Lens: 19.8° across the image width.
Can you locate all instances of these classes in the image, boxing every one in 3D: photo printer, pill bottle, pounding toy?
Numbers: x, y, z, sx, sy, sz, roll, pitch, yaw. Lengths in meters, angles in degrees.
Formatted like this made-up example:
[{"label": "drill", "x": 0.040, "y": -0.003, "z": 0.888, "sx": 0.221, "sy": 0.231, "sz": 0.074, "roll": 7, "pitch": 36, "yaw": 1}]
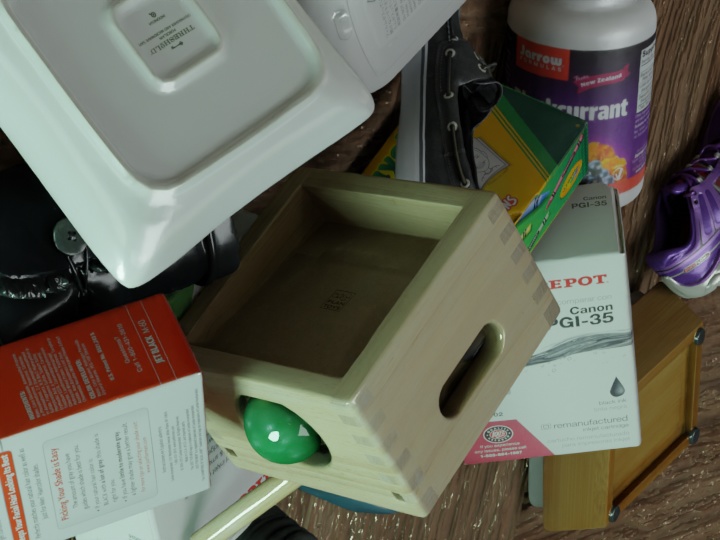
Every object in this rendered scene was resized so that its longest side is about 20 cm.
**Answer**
[{"label": "photo printer", "x": 0.015, "y": -0.219, "z": 1.324, "sx": 0.200, "sy": 0.069, "sz": 0.167, "roll": -49, "pitch": 143, "yaw": -29}, {"label": "pill bottle", "x": 0.163, "y": -0.153, "z": 1.543, "sx": 0.111, "sy": 0.111, "sz": 0.201, "roll": -31, "pitch": 131, "yaw": -45}, {"label": "pounding toy", "x": -0.013, "y": 0.064, "z": 1.196, "sx": 0.200, "sy": 0.184, "sz": 0.142, "roll": -54, "pitch": 132, "yaw": -26}]

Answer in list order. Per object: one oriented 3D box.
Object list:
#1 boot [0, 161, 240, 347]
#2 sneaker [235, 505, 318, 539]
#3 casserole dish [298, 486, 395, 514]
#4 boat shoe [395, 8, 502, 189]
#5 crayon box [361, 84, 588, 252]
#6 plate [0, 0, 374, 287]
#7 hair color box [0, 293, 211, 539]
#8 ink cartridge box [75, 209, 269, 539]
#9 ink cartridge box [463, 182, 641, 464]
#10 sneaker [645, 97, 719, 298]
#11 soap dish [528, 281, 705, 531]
[{"label": "boot", "x": -0.165, "y": -0.059, "z": 1.125, "sx": 0.168, "sy": 0.076, "sz": 0.201, "roll": -22, "pitch": 103, "yaw": -32}, {"label": "sneaker", "x": -0.105, "y": 0.213, "z": 1.351, "sx": 0.200, "sy": 0.099, "sz": 0.071, "roll": -38, "pitch": 138, "yaw": -38}, {"label": "casserole dish", "x": 0.009, "y": 0.119, "z": 1.528, "sx": 0.200, "sy": 0.039, "sz": 0.122, "roll": 33, "pitch": 78, "yaw": -56}, {"label": "boat shoe", "x": 0.063, "y": -0.115, "z": 1.386, "sx": 0.070, "sy": 0.066, "sz": 0.201, "roll": 70, "pitch": 21, "yaw": -51}, {"label": "crayon box", "x": 0.060, "y": -0.039, "z": 1.436, "sx": 0.200, "sy": 0.118, "sz": 0.058, "roll": -54, "pitch": 156, "yaw": -24}, {"label": "plate", "x": -0.108, "y": -0.122, "z": 1.094, "sx": 0.199, "sy": 0.200, "sz": 0.032, "roll": -38, "pitch": -179, "yaw": -33}, {"label": "hair color box", "x": -0.184, "y": 0.096, "z": 1.098, "sx": 0.199, "sy": 0.064, "sz": 0.111, "roll": -19, "pitch": 143, "yaw": -16}, {"label": "ink cartridge box", "x": -0.118, "y": 0.074, "z": 1.269, "sx": 0.145, "sy": 0.084, "sz": 0.201, "roll": -42, "pitch": 138, "yaw": -38}, {"label": "ink cartridge box", "x": 0.132, "y": 0.043, "z": 1.559, "sx": 0.083, "sy": 0.146, "sz": 0.201, "roll": -89, "pitch": 171, "yaw": -49}, {"label": "sneaker", "x": 0.311, "y": -0.076, "z": 1.847, "sx": 0.083, "sy": 0.080, "sz": 0.201, "roll": 33, "pitch": 68, "yaw": -31}, {"label": "soap dish", "x": 0.229, "y": 0.123, "z": 1.822, "sx": 0.200, "sy": 0.081, "sz": 0.158, "roll": -36, "pitch": 134, "yaw": -44}]
